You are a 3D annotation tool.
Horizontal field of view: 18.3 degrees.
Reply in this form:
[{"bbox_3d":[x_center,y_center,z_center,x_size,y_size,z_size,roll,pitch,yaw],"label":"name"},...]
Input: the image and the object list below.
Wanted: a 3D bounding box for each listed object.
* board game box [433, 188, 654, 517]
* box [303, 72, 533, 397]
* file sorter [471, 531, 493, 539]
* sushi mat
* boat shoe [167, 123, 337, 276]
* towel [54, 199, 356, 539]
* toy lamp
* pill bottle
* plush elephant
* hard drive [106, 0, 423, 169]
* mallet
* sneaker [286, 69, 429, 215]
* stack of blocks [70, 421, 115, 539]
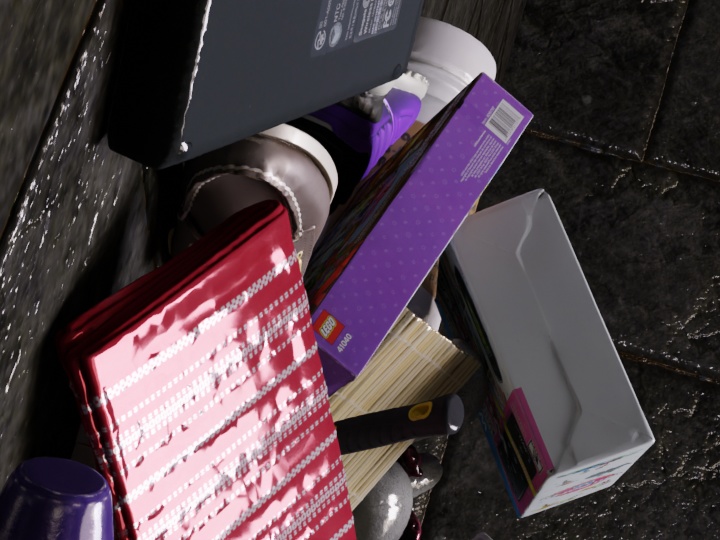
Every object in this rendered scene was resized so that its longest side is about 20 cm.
[{"bbox_3d":[0.097,0.052,1.251,0.200,0.064,0.148,85,-16,-78],"label":"board game box"},{"bbox_3d":[0.000,0.000,1.146,0.200,0.039,0.137,-55,-172,-37],"label":"box"},{"bbox_3d":[0.052,0.276,1.264,0.200,0.125,0.139,-40,-156,-8],"label":"file sorter"},{"bbox_3d":[-0.022,0.107,1.155,0.200,0.012,0.096,-49,147,5],"label":"sushi mat"},{"bbox_3d":[-0.054,-0.014,1.017,0.200,0.072,0.060,109,-4,-72],"label":"boat shoe"},{"bbox_3d":[-0.057,0.086,0.922,0.145,0.022,0.201,-38,125,-47],"label":"towel"},{"bbox_3d":[-0.129,0.165,0.817,0.058,0.058,0.201,-58,162,-72],"label":"toy lamp"},{"bbox_3d":[0.019,-0.056,1.422,0.114,0.114,0.201,94,12,-66],"label":"pill bottle"},{"bbox_3d":[-0.011,0.132,1.276,0.155,0.199,0.165,-40,117,-84],"label":"plush elephant"},{"bbox_3d":[-0.023,-0.127,0.887,0.200,0.033,0.140,-28,136,-59],"label":"hard drive"},{"bbox_3d":[-0.036,0.093,1.052,0.041,0.200,0.066,43,55,-33],"label":"mallet"},{"bbox_3d":[-0.017,-0.079,1.277,0.200,0.069,0.100,-10,122,-80],"label":"sneaker"},{"bbox_3d":[-0.104,0.135,0.974,0.115,0.058,0.201,89,18,-73],"label":"stack of blocks"}]
